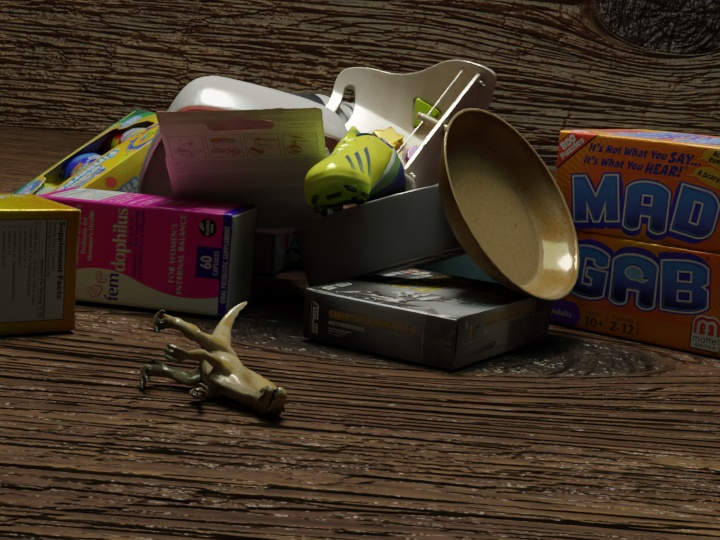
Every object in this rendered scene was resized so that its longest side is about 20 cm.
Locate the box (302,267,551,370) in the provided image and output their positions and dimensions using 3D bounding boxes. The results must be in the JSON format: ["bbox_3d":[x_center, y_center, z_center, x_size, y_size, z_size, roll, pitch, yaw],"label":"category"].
[{"bbox_3d":[0.065,0.040,1.241,0.158,0.048,0.200,10,11,31],"label":"box"}]

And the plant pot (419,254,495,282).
[{"bbox_3d":[0.108,-0.058,1.597,0.200,0.135,0.200,5,10,-1],"label":"plant pot"}]

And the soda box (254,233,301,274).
[{"bbox_3d":[-0.111,-0.042,1.610,0.068,0.064,0.200,6,9,11],"label":"soda box"}]

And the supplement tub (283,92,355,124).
[{"bbox_3d":[-0.098,-0.141,1.582,0.200,0.141,0.140,0,11,-25],"label":"supplement tub"}]

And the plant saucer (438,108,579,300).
[{"bbox_3d":[0.133,-0.057,1.261,0.035,0.200,0.200,-29,-12,35],"label":"plant saucer"}]

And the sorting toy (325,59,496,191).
[{"bbox_3d":[0.027,-0.161,1.507,0.180,0.107,0.200,25,54,18],"label":"sorting toy"}]

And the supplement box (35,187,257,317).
[{"bbox_3d":[-0.212,-0.020,1.310,0.200,0.101,0.103,5,9,9],"label":"supplement box"}]

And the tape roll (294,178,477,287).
[{"bbox_3d":[0.038,-0.034,1.339,0.200,0.066,0.200,-15,-2,-1],"label":"tape roll"}]

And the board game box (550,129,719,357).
[{"bbox_3d":[0.330,-0.038,1.382,0.200,0.200,0.200,11,12,35],"label":"board game box"}]

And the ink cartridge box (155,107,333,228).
[{"bbox_3d":[-0.110,-0.112,1.329,0.161,0.050,0.200,-2,-34,1],"label":"ink cartridge box"}]

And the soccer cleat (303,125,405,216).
[{"bbox_3d":[-0.011,-0.101,1.303,0.065,0.084,0.200,-16,-3,20],"label":"soccer cleat"}]

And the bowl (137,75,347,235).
[{"bbox_3d":[-0.126,-0.128,1.412,0.200,0.075,0.200,11,-35,-21],"label":"bowl"}]

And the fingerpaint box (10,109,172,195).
[{"bbox_3d":[-0.292,-0.098,1.519,0.200,0.073,0.167,-37,25,-15],"label":"fingerpaint box"}]

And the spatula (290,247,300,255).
[{"bbox_3d":[0.000,0.000,1.529,0.200,0.021,0.057,21,-7,46],"label":"spatula"}]

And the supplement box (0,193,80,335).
[{"bbox_3d":[-0.352,-0.006,1.132,0.200,0.109,0.109,-2,12,-36],"label":"supplement box"}]

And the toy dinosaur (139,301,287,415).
[{"bbox_3d":[-0.112,0.070,1.011,0.101,0.058,0.200,17,12,-22],"label":"toy dinosaur"}]
